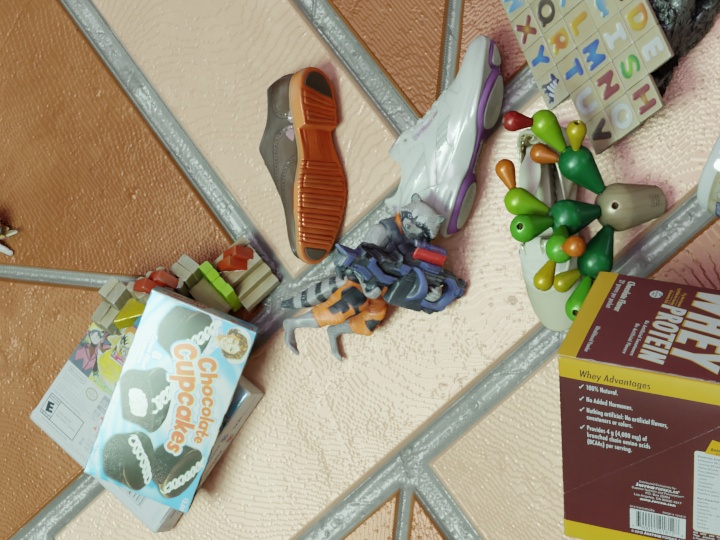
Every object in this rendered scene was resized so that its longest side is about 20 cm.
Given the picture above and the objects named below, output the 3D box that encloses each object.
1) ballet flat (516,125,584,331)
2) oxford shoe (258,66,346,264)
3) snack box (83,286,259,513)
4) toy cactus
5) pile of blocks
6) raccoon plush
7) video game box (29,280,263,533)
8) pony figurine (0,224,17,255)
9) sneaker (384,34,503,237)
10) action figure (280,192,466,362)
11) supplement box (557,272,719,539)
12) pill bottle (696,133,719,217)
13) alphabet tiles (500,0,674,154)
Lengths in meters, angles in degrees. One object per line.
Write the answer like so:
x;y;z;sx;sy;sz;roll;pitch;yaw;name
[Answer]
0.177;-0.043;1.600;0.069;0.069;0.203;-4;83;21;ballet flat
-0.064;-0.104;1.710;0.072;0.071;0.203;-9;77;40;oxford shoe
-0.191;0.131;1.677;0.115;0.037;0.202;21;97;-1;snack box
0.214;-0.060;1.542;0.102;0.163;0.202;-41;62;61;toy cactus
-0.185;0.025;1.707;0.198;0.062;0.083;-20;67;1;pile of blocks
0.252;-0.250;1.581;0.134;0.097;0.201;39;100;28;raccoon plush
-0.229;0.143;1.754;0.199;0.047;0.183;38;100;20;video game box
-0.503;-0.066;1.841;0.198;0.167;0.194;-24;109;14;pony figurine
0.080;-0.140;1.642;0.099;0.075;0.202;18;92;21;sneaker
0.000;0.000;1.607;0.193;0.199;0.105;-44;55;13;action figure
0.286;0.133;1.450;0.195;0.133;0.202;9;125;23;supplement box
0.413;-0.064;1.485;0.199;0.111;0.112;29;96;21;pill bottle
0.218;-0.222;1.584;0.167;0.007;0.202;-38;69;49;alphabet tiles
